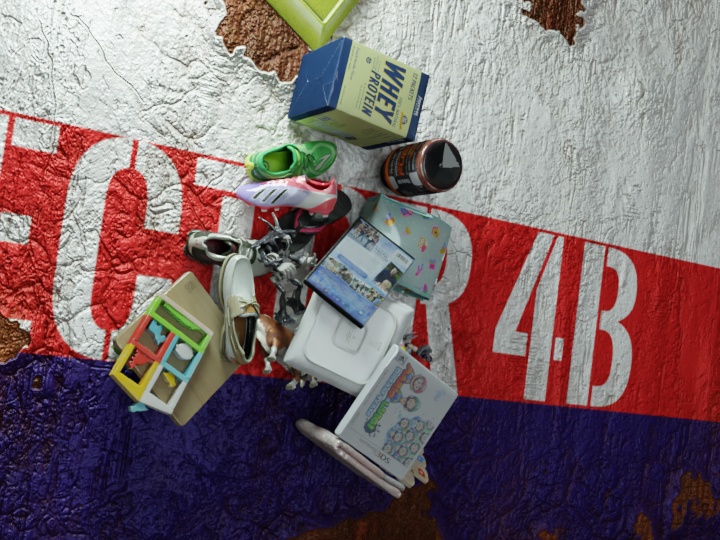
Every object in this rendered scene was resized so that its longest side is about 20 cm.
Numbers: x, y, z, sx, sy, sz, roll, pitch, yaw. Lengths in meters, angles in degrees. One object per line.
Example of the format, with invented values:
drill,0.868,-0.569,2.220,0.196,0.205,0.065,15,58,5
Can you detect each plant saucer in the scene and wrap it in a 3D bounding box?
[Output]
plant saucer,-0.091,-0.584,1.728,0.200,0.048,0.201,42,72,-22

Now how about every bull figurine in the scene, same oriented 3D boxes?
bull figurine,-0.157,0.154,1.679,0.199,0.065,0.123,33,35,-31

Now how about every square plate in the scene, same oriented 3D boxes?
square plate,-0.019,0.122,1.632,0.195,0.028,0.203,25,81,-3

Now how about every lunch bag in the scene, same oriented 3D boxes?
lunch bag,0.086,-0.046,1.792,0.197,0.122,0.174,21,81,-20

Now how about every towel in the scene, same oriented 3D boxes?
towel,-0.023,0.367,1.696,0.190,0.199,0.033,41,75,-22

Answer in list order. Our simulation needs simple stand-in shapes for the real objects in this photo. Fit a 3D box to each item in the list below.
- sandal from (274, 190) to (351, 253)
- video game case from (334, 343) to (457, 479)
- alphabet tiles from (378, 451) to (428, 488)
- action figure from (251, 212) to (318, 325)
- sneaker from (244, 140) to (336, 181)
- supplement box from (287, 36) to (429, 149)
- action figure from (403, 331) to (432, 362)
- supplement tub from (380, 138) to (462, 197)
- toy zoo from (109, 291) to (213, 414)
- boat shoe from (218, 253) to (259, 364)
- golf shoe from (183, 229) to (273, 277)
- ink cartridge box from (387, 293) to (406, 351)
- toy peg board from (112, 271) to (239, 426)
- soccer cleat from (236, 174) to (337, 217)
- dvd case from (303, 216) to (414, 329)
sandal,-0.096,-0.106,1.727,0.199,0.045,0.076,-36,88,-25
video game case,0.071,0.271,1.635,0.181,0.024,0.202,39,83,-27
alphabet tiles,0.064,0.349,1.762,0.195,0.201,0.015,39,112,-24
action figure,-0.137,-0.007,1.635,0.118,0.101,0.204,-28,113,-49
sneaker,-0.128,-0.213,1.696,0.197,0.083,0.076,-16,98,-27
supplement box,-0.007,-0.340,1.692,0.197,0.199,0.137,17,84,-28
action figure,0.107,0.220,1.836,0.129,0.069,0.203,-29,100,-6
supplement tub,0.115,-0.206,1.758,0.105,0.199,0.110,0,90,-27
toy zoo,-0.353,0.158,1.511,0.131,0.020,0.202,41,58,-27
boat shoe,-0.216,0.072,1.585,0.074,0.068,0.205,-5,98,-41
golf shoe,-0.236,-0.029,1.641,0.197,0.088,0.079,9,85,-30
ink cartridge box,0.035,0.155,1.725,0.082,0.145,0.204,-15,85,-12
toy peg board,-0.345,0.146,1.597,0.199,0.097,0.202,-47,112,-36
soccer cleat,-0.142,-0.155,1.674,0.196,0.067,0.078,8,116,-8
dvd case,0.000,0.000,1.648,0.142,0.018,0.201,37,55,5
